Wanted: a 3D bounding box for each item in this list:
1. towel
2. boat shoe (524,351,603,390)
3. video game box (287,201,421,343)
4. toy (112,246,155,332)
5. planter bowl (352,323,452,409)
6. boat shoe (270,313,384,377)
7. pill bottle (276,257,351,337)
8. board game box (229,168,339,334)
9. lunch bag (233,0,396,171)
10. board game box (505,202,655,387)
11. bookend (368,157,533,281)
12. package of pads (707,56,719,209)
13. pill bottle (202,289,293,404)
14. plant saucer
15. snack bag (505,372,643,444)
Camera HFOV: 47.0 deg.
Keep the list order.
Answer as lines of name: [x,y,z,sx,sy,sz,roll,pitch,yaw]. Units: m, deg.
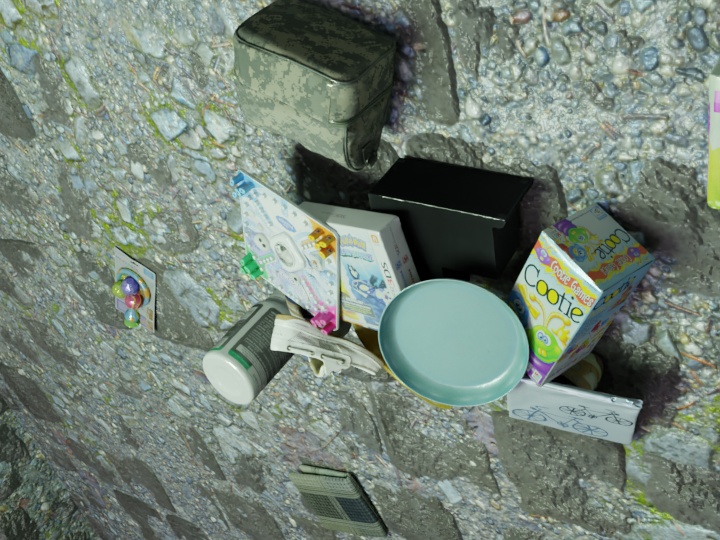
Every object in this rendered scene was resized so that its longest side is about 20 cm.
towel: [-0.049,0.510,1.833,0.198,0.035,0.194,-7,123,42]
boat shoe: [0.240,0.129,1.180,0.198,0.076,0.072,13,133,33]
video game box: [0.000,0.000,1.154,0.198,0.047,0.184,12,131,47]
toy: [-0.499,0.056,1.790,0.114,0.047,0.201,30,141,13]
planter bowl: [0.088,0.115,1.277,0.200,0.084,0.201,38,162,15]
boat shoe: [-0.055,0.133,1.293,0.198,0.070,0.071,25,166,-24]
pill bottle: [-0.072,0.015,1.322,0.110,0.111,0.202,13,133,32]
board game box: [-0.110,-0.023,1.204,0.199,0.026,0.202,34,144,27]
lunch bag: [-0.061,-0.231,1.064,0.198,0.139,0.169,27,139,20]
board game box: [0.258,0.033,1.035,0.103,0.104,0.201,49,146,25]
bookend: [0.129,-0.032,1.118,0.198,0.092,0.201,13,135,31]
package of pads: [0.435,-0.120,0.784,0.198,0.068,0.156,12,132,35]
pill bottle: [-0.172,0.126,1.442,0.112,0.200,0.114,23,138,23]
plant saucer: [0.121,0.091,1.077,0.197,0.028,0.203,9,125,13]
snack bag: [0.289,0.189,1.150,0.186,0.022,0.201,11,158,19]
